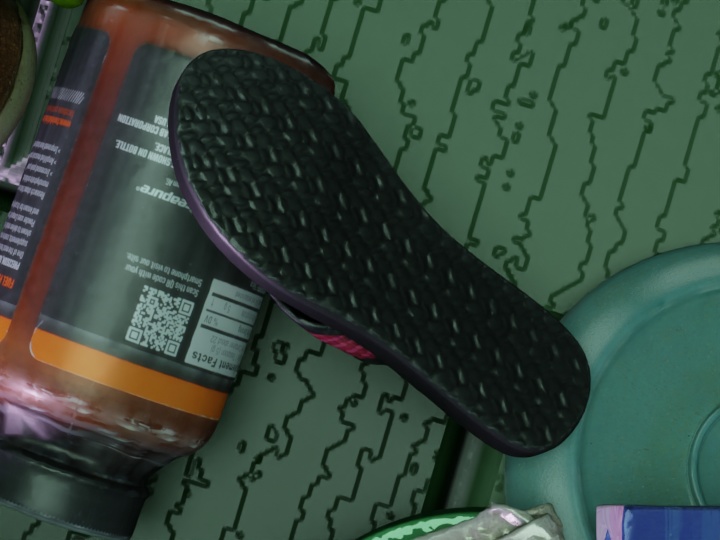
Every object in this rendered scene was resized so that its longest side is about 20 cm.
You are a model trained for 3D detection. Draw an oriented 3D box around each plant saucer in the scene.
[{"bbox_3d":[0.155,0.081,0.979,0.199,0.027,0.201,2,72,-7],"label":"plant saucer"}]

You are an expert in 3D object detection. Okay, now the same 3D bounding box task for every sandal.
[{"bbox_3d":[0.000,0.000,0.942,0.200,0.045,0.075,42,65,-15],"label":"sandal"}]

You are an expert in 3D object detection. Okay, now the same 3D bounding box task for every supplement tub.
[{"bbox_3d":[-0.089,-0.001,0.983,0.106,0.107,0.201,20,88,3],"label":"supplement tub"}]

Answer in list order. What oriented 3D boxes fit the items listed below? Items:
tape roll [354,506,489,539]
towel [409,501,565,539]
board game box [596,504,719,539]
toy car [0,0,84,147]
[{"bbox_3d":[0.046,0.195,0.997,0.199,0.048,0.202,0,87,2],"label":"tape roll"},{"bbox_3d":[0.043,0.195,0.944,0.132,0.034,0.201,-21,88,13],"label":"towel"},{"bbox_3d":[0.184,0.185,0.911,0.199,0.041,0.201,1,85,-8],"label":"board game box"},{"bbox_3d":[-0.222,-0.119,0.932,0.165,0.200,0.158,-52,52,4],"label":"toy car"}]
